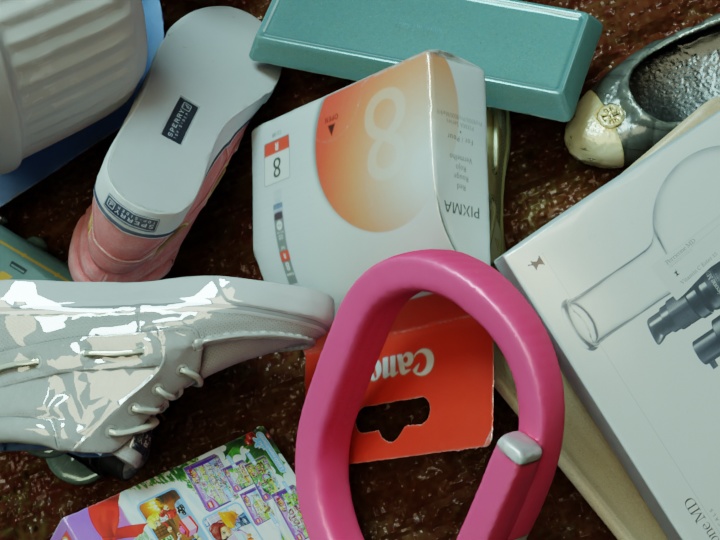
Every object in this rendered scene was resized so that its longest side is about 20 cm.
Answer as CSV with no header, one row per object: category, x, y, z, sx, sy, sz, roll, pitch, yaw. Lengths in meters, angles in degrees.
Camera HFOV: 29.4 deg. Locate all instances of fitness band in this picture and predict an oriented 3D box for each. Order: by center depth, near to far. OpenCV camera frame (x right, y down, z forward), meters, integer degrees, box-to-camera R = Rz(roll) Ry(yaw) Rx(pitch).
fitness band,0.028,0.087,0.691,0.144,0.037,0.202,43,125,34

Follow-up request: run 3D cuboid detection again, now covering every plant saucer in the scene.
plant saucer,0.034,-0.136,0.785,0.198,0.019,0.071,13,65,20

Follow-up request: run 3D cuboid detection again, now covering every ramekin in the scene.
ramekin,-0.197,-0.161,0.754,0.104,0.201,0.201,-24,71,-20

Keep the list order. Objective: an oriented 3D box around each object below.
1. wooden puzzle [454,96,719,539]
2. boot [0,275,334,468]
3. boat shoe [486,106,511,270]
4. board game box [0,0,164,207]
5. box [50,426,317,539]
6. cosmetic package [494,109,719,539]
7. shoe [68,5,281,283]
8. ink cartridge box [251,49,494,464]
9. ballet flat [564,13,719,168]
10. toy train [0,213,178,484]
wooden puzzle,0.178,0.038,0.733,0.199,0.046,0.186,-39,84,-3
boot,-0.112,0.058,0.732,0.197,0.074,0.097,-1,74,1
boat shoe,0.048,-0.064,0.786,0.072,0.063,0.203,-3,77,12
board game box,-0.210,-0.126,0.872,0.199,0.039,0.159,-33,72,4
box,-0.057,0.194,0.722,0.136,0.039,0.201,-20,67,-40
cosmetic package,0.182,0.038,0.680,0.150,0.052,0.201,-33,87,0
shoe,-0.112,-0.071,0.808,0.071,0.091,0.201,30,44,-8
ink cartridge box,0.000,0.000,0.748,0.161,0.050,0.203,-16,68,48
ballet flat,0.203,-0.119,0.766,0.198,0.057,0.067,-28,72,6
toy train,-0.193,0.043,0.813,0.199,0.085,0.115,28,73,19
